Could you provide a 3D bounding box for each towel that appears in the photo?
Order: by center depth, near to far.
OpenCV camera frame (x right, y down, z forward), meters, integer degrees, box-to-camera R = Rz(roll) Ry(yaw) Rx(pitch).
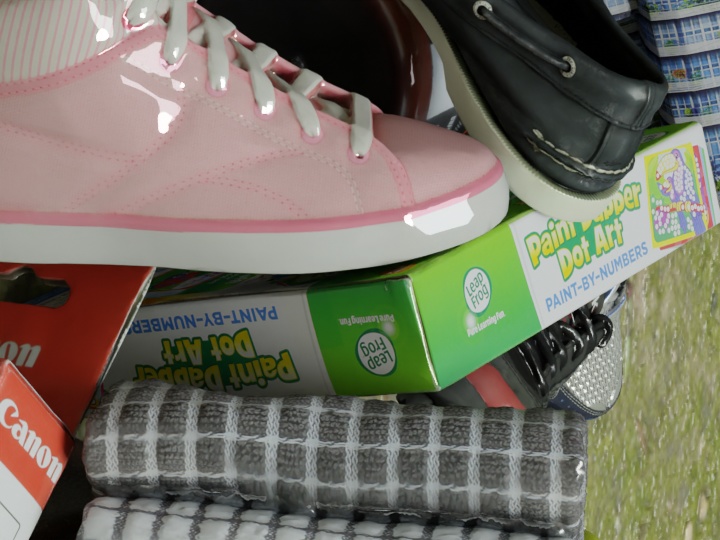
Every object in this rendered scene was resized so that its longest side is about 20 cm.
[{"bbox_3d":[-0.002,0.094,0.929,0.200,0.164,0.086,78,15,-72],"label":"towel"}]

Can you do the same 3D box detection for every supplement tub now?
[{"bbox_3d":[0.021,-0.100,1.092,0.200,0.106,0.108,-29,117,-56],"label":"supplement tub"}]

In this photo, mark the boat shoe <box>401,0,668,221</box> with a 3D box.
[{"bbox_3d":[0.044,-0.114,0.948,0.074,0.066,0.200,1,52,-39],"label":"boat shoe"}]

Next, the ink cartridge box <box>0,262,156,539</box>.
[{"bbox_3d":[-0.154,0.063,0.862,0.050,0.108,0.201,55,51,-45],"label":"ink cartridge box"}]

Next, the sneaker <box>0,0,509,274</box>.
[{"bbox_3d":[-0.049,-0.058,0.885,0.075,0.198,0.106,-93,-176,-72],"label":"sneaker"}]

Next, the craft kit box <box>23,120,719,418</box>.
[{"bbox_3d":[0.000,0.000,0.998,0.200,0.197,0.049,-27,103,-50],"label":"craft kit box"}]

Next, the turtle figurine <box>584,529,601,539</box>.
[{"bbox_3d":[0.033,0.156,1.174,0.161,0.064,0.201,-39,110,-19],"label":"turtle figurine"}]

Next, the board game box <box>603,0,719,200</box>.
[{"bbox_3d":[0.136,-0.148,1.244,0.200,0.061,0.201,-70,145,-71],"label":"board game box"}]

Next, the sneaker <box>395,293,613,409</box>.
[{"bbox_3d":[0.054,0.026,1.093,0.071,0.098,0.200,57,5,-10],"label":"sneaker"}]

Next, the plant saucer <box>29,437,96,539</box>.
[{"bbox_3d":[-0.117,0.159,0.993,0.200,0.036,0.202,-12,104,-54],"label":"plant saucer"}]

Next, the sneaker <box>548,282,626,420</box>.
[{"bbox_3d":[0.095,-0.018,1.228,0.077,0.085,0.201,-36,122,-39],"label":"sneaker"}]
